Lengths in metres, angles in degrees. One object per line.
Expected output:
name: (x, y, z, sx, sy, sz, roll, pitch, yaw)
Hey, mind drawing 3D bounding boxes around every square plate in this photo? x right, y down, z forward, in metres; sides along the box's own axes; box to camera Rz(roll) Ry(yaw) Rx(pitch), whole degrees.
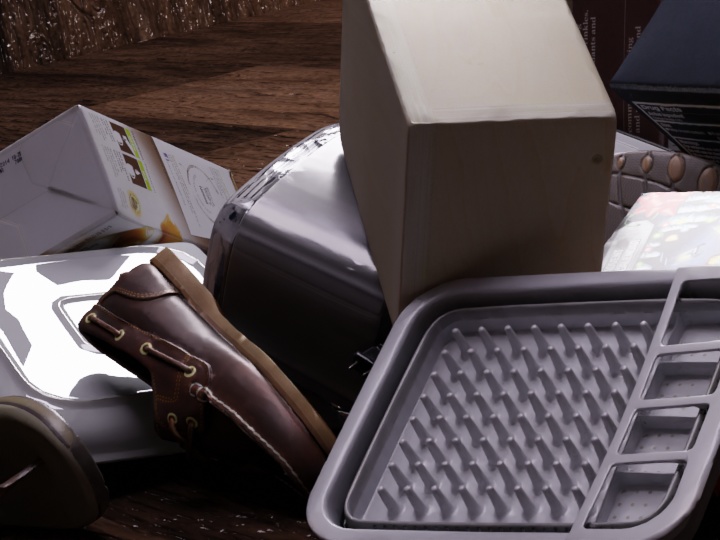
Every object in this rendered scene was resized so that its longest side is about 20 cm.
square plate: (-0.136, 0.038, 1.541, 0.200, 0.028, 0.198, -6, 32, -28)

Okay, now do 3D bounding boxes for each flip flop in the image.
flip flop: (-0.209, 0.109, 1.410, 0.200, 0.081, 0.058, -1, 35, 35)

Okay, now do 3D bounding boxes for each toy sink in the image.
toy sink: (0.059, -0.074, 1.422, 0.112, 0.130, 0.200, -3, 33, -9)

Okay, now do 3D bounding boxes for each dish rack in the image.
dish rack: (0.087, 0.073, 1.266, 0.200, 0.044, 0.172, -2, 45, 32)

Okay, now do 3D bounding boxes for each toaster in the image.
toaster: (0.000, 0.000, 1.522, 0.129, 0.114, 0.200, 24, 36, 20)

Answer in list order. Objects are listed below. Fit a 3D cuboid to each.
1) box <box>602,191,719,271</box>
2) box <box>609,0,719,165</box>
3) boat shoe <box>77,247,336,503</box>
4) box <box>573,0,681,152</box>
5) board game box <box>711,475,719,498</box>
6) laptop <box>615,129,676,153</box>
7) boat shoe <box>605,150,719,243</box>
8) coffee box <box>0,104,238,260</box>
box: (0.167, 0.028, 1.396, 0.137, 0.040, 0.200, -1, 34, 34)
box: (0.289, -0.092, 1.578, 0.200, 0.198, 0.123, 9, 63, 58)
boat shoe: (-0.077, 0.065, 1.429, 0.070, 0.070, 0.200, -36, 43, -12)
box: (0.206, -0.117, 1.860, 0.164, 0.166, 0.200, -4, 7, -32)
board game box: (0.086, 0.072, 1.322, 0.200, 0.019, 0.103, -7, 40, 29)
laptop: (0.074, -0.022, 1.698, 0.116, 0.200, 0.187, 29, 2, -16)
boat shoe: (0.218, -0.013, 1.572, 0.200, 0.076, 0.072, 20, -9, 17)
coffee box: (-0.157, -0.023, 1.714, 0.114, 0.080, 0.200, -29, -20, 18)
